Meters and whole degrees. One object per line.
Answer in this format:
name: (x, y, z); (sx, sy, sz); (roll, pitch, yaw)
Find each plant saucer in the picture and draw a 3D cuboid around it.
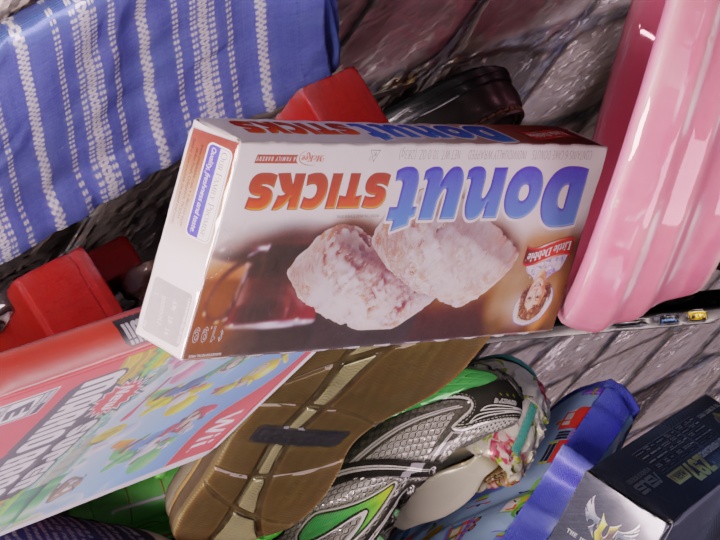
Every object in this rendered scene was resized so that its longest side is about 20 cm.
plant saucer: (0.122, -0.071, 1.030); (0.201, 0.050, 0.202); (17, 90, -90)

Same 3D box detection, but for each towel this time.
towel: (-0.090, -0.050, 0.906); (0.199, 0.024, 0.145); (-33, 162, -13)

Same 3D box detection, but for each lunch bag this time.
lunch bag: (0.062, 0.143, 1.398); (0.151, 0.094, 0.200); (-48, 174, -46)

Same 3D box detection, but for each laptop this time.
laptop: (0.153, 0.070, 1.295); (0.198, 0.117, 0.187); (-6, -179, 12)

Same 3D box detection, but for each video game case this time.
video game case: (-0.088, 0.049, 0.943); (0.199, 0.018, 0.143); (-19, 162, -46)

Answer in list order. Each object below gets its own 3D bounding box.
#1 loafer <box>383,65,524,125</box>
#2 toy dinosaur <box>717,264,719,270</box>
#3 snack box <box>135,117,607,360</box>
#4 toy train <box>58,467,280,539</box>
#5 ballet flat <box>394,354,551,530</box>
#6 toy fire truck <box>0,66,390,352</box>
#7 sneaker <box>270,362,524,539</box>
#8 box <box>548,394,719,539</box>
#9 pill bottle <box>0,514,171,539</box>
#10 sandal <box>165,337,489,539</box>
loafer: (0.000, 0.000, 1.129); (0.200, 0.072, 0.073); (-45, 160, 24)
toy dinosaur: (0.137, -0.033, 1.258); (0.200, 0.105, 0.181); (-39, 163, 10)
snack box: (0.009, -0.012, 0.927); (0.199, 0.024, 0.072); (-3, 113, -52)
toy train: (-0.119, 0.109, 1.167); (0.199, 0.042, 0.057); (-17, 141, -15)
ballet flat: (0.011, 0.101, 1.362); (0.075, 0.064, 0.200); (32, 137, -25)
toy fire truck: (-0.071, 0.010, 1.013); (0.141, 0.049, 0.200); (-28, 171, -29)
sneaker: (-0.008, 0.112, 1.251); (0.199, 0.085, 0.078); (-36, 164, -3)
box: (0.123, 0.152, 1.350); (0.158, 0.051, 0.200); (-64, 164, 17)
pill bottle: (-0.125, 0.150, 1.092); (0.199, 0.111, 0.111); (14, 132, -36)
sandal: (-0.018, 0.035, 1.077); (0.080, 0.054, 0.200); (9, 138, -34)
